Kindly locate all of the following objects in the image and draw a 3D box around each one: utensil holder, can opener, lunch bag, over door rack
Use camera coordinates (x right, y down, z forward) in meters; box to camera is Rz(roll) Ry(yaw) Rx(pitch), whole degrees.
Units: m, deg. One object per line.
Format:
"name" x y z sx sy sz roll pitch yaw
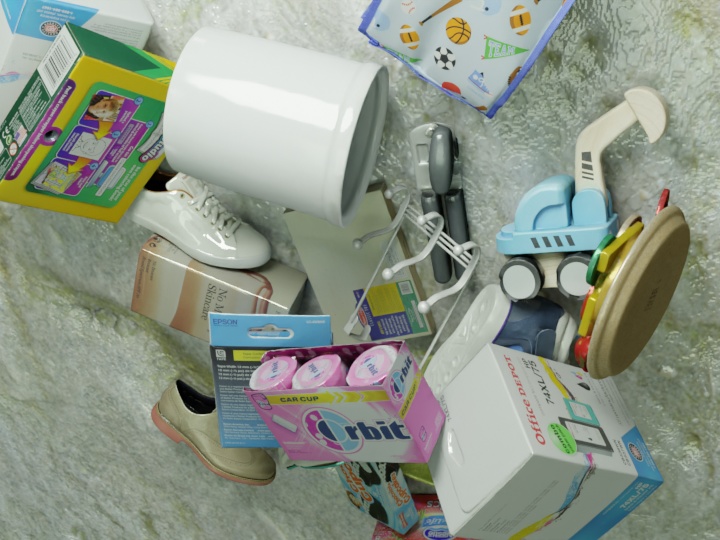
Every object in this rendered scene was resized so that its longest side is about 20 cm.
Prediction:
"utensil holder" -0.087 -0.154 0.988 0.196 0.171 0.172 16 123 8
"can opener" 0.090 -0.071 1.050 0.052 0.067 0.203 -2 124 16
"lunch bag" 0.111 -0.269 0.890 0.168 0.124 0.202 31 116 -4
"over door rack" 0.043 0.028 1.033 0.066 0.148 0.203 -1 120 -35

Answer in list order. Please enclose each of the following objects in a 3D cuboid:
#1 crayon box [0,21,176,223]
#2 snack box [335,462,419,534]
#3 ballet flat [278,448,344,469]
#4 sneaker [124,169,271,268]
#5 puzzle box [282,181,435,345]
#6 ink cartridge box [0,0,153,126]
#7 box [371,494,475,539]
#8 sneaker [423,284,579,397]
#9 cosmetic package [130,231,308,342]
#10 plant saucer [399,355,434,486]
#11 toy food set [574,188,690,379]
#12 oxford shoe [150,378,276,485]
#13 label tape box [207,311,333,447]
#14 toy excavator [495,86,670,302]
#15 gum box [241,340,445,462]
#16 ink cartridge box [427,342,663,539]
"crayon box" -0.292 -0.153 1.028 0.200 0.171 0.059 -48 60 22
"snack box" 0.002 0.245 1.242 0.115 0.037 0.203 13 131 51
"ballet flat" -0.067 0.224 1.226 0.069 0.070 0.199 42 155 -10
"sneaker" -0.195 -0.070 1.126 0.197 0.073 0.086 23 126 4
"puzzle box" 0.000 0.000 1.138 0.131 0.026 0.203 -11 116 21
"ink cartridge box" -0.335 -0.225 1.027 0.201 0.143 0.085 -55 52 32
"box" 0.123 0.378 1.282 0.196 0.095 0.104 -3 120 18
"sneaker" 0.169 0.116 1.085 0.144 0.081 0.202 21 117 -18
"cosmetic package" -0.176 0.028 1.170 0.197 0.088 0.105 20 123 4
"plant saucer" 0.156 0.203 1.198 0.197 0.048 0.202 19 123 5
"toy food set" 0.281 0.018 0.968 0.048 0.199 0.201 28 128 29
"oxford shoe" -0.196 0.227 1.305 0.198 0.071 0.075 32 118 -5
"label tape box" -0.101 0.117 1.110 0.140 0.067 0.203 0 123 0
"toy excavator" 0.231 -0.079 0.986 0.191 0.100 0.204 -4 104 27
"gum box" -0.022 0.144 1.011 0.197 0.067 0.114 -7 127 35
"ink cartridge box" 0.189 0.197 1.020 0.197 0.148 0.147 16 127 -32
